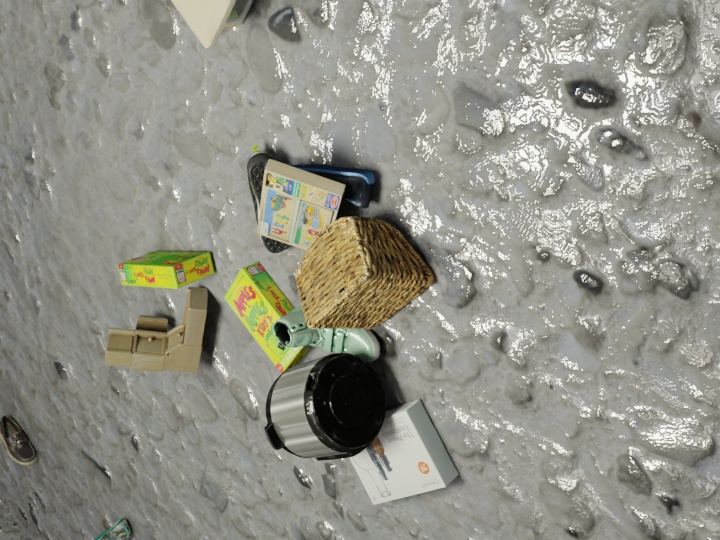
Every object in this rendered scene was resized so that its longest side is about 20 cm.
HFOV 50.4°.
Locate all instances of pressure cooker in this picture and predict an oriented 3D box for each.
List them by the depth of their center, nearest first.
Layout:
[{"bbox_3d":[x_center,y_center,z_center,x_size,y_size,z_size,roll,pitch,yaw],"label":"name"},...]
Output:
[{"bbox_3d":[-0.071,0.245,1.376,0.199,0.175,0.180,-23,54,49],"label":"pressure cooker"}]

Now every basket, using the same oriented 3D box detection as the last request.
[{"bbox_3d":[0.000,0.000,1.301,0.200,0.148,0.144,-43,55,44],"label":"basket"}]

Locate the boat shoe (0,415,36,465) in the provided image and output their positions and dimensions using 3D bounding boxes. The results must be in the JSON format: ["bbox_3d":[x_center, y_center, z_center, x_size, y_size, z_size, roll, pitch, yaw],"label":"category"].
[{"bbox_3d":[-1.134,0.557,2.520,0.200,0.072,0.065,40,134,29],"label":"boat shoe"}]

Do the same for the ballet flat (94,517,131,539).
[{"bbox_3d":[-0.736,0.798,2.277,0.075,0.074,0.200,56,135,7],"label":"ballet flat"}]

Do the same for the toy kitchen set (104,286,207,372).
[{"bbox_3d":[-0.446,0.100,1.686,0.164,0.198,0.182,-105,26,-54],"label":"toy kitchen set"}]

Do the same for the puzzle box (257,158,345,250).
[{"bbox_3d":[-0.104,-0.101,1.299,0.132,0.026,0.200,18,150,-1],"label":"puzzle box"}]

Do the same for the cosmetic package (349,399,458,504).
[{"bbox_3d":[0.065,0.337,1.407,0.199,0.052,0.152,-31,89,43],"label":"cosmetic package"}]

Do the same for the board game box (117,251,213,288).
[{"bbox_3d":[-0.418,-0.003,1.639,0.199,0.101,0.048,2,110,40],"label":"board game box"}]

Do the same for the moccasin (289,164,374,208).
[{"bbox_3d":[-0.069,-0.142,1.304,0.199,0.080,0.069,13,109,38],"label":"moccasin"}]

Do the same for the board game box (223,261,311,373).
[{"bbox_3d":[-0.180,0.094,1.520,0.200,0.047,0.102,50,132,13],"label":"board game box"}]

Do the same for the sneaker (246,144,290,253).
[{"bbox_3d":[-0.166,-0.134,1.418,0.083,0.071,0.202,-124,23,-62],"label":"sneaker"}]

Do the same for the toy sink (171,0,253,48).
[{"bbox_3d":[-0.242,-0.492,1.293,0.201,0.112,0.131,54,133,17],"label":"toy sink"}]

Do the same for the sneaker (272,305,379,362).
[{"bbox_3d":[-0.068,0.130,1.390,0.199,0.118,0.074,22,119,31],"label":"sneaker"}]
